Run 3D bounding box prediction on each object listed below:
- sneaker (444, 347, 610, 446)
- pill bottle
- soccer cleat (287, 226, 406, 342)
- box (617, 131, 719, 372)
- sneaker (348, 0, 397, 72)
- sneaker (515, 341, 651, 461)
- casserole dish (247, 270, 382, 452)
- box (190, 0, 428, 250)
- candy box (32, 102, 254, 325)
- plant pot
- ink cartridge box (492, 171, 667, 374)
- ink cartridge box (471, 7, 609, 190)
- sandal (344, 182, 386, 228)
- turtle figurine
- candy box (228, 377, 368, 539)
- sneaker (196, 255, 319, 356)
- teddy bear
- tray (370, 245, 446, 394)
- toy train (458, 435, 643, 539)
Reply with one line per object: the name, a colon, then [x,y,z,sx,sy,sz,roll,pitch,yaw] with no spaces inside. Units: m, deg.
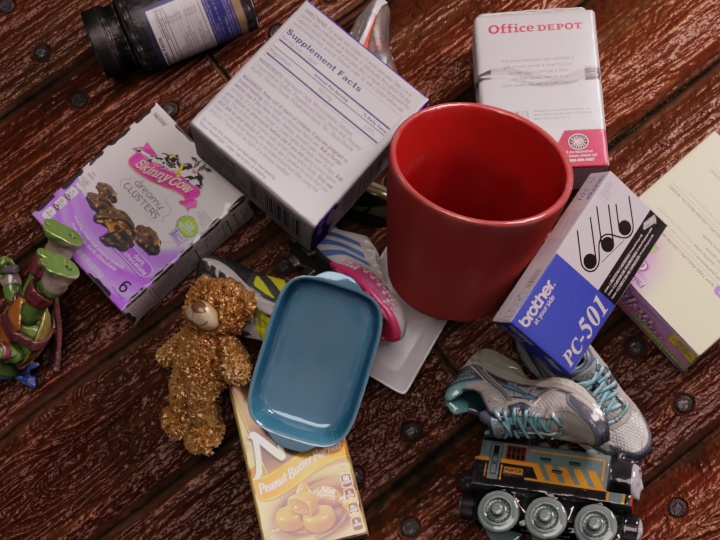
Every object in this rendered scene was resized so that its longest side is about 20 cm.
sneaker: [0.177,0.158,1.382,0.199,0.078,0.086,19,44,42]
pill bottle: [-0.233,-0.312,1.555,0.199,0.112,0.112,-22,74,-3]
soccer cleat: [0.000,0.000,1.454,0.086,0.070,0.200,-29,54,-29]
box: [0.384,-0.020,1.448,0.200,0.097,0.176,-40,76,-9]
sneaker: [0.017,-0.232,1.553,0.081,0.077,0.201,17,76,-19]
sneaker: [0.246,0.129,1.410,0.078,0.086,0.200,-39,77,-9]
casserole dish: [-0.048,0.096,1.381,0.120,0.039,0.201,17,97,1]
box: [-0.057,-0.161,1.428,0.184,0.105,0.200,40,77,7]
candy box: [-0.254,-0.068,1.508,0.200,0.072,0.168,-44,76,-9]
plant pot: [0.112,-0.054,1.385,0.199,0.178,0.201,7,45,-7]
ink cartridge box: [0.235,0.002,1.356,0.094,0.044,0.200,39,77,-17]
ink cartridge box: [0.210,-0.200,1.515,0.144,0.083,0.201,-3,74,2]
sandal: [-0.039,-0.116,1.517,0.200,0.080,0.057,27,57,5]
turtle figurine: [-0.409,0.027,1.430,0.200,0.144,0.194,44,112,6]
candy box: [-0.070,0.212,1.427,0.115,0.055,0.201,-14,74,-3]
sneaker: [-0.107,0.041,1.478,0.200,0.075,0.084,33,38,25]
teddy bear: [-0.179,0.105,1.417,0.145,0.066,0.201,49,122,45]
tray: [0.055,0.036,1.488,0.107,0.022,0.201,28,78,11]
toy train: [0.208,0.242,1.381,0.199,0.085,0.115,5,67,18]
